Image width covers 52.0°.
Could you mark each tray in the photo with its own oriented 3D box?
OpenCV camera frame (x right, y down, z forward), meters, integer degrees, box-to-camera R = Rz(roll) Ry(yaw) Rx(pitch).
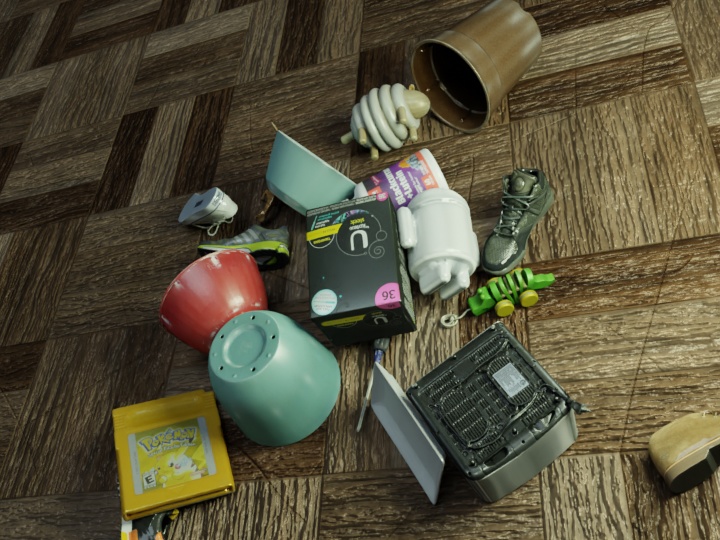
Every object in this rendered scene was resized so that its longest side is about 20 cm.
[{"bbox_3d":[0.071,0.234,1.087,0.022,0.108,0.200,-17,46,-21],"label":"tray"}]

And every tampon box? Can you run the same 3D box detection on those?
[{"bbox_3d":[0.000,0.000,1.214,0.148,0.126,0.202,-12,60,12],"label":"tampon box"}]

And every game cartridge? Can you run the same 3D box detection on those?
[{"bbox_3d":[-0.311,0.294,1.213,0.175,0.033,0.201,-11,48,-15],"label":"game cartridge"}]

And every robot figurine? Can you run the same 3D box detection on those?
[{"bbox_3d":[0.132,-0.054,1.234,0.113,0.169,0.202,-34,47,43],"label":"robot figurine"}]

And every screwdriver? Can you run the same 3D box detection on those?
[{"bbox_3d":[0.025,0.169,1.200,0.029,0.028,0.202,12,60,-2],"label":"screwdriver"}]

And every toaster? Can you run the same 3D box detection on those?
[{"bbox_3d":[0.193,0.202,1.036,0.180,0.119,0.200,-37,49,-3],"label":"toaster"}]

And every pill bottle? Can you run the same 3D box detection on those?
[{"bbox_3d":[0.057,-0.128,1.342,0.199,0.112,0.112,-28,49,4],"label":"pill bottle"}]

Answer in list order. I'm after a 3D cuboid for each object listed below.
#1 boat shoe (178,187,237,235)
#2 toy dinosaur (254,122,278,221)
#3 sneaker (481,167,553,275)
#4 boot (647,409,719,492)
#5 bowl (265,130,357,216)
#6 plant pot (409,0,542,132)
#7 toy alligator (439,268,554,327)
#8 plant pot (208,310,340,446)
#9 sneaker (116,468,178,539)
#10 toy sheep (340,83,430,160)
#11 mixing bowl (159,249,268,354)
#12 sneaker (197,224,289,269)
[{"bbox_3d":[-0.307,-0.118,1.530,0.201,0.086,0.075,-11,51,54],"label":"boat shoe"},{"bbox_3d":[-0.164,-0.193,1.490,0.060,0.106,0.202,13,101,1],"label":"toy dinosaur"},{"bbox_3d":[0.252,-0.092,1.228,0.076,0.114,0.200,23,70,37],"label":"sneaker"},{"bbox_3d":[0.466,0.201,0.950,0.199,0.074,0.076,-30,39,5],"label":"boot"},{"bbox_3d":[-0.103,-0.169,1.412,0.201,0.200,0.105,40,97,39],"label":"bowl"},{"bbox_3d":[0.234,-0.405,1.424,0.198,0.201,0.200,-41,49,-20],"label":"plant pot"},{"bbox_3d":[0.215,0.039,1.187,0.198,0.054,0.060,-22,49,8],"label":"toy alligator"},{"bbox_3d":[-0.154,0.160,1.198,0.199,0.161,0.202,-12,53,17],"label":"plant pot"},{"bbox_3d":[-0.339,0.383,1.193,0.089,0.070,0.201,-11,47,-8],"label":"sneaker"},{"bbox_3d":[0.046,-0.297,1.462,0.198,0.138,0.139,-19,50,18],"label":"toy sheep"},{"bbox_3d":[-0.235,0.075,1.285,0.200,0.200,0.108,-40,60,-7],"label":"mixing bowl"},{"bbox_3d":[-0.225,-0.046,1.448,0.198,0.074,0.081,0,49,15],"label":"sneaker"}]
